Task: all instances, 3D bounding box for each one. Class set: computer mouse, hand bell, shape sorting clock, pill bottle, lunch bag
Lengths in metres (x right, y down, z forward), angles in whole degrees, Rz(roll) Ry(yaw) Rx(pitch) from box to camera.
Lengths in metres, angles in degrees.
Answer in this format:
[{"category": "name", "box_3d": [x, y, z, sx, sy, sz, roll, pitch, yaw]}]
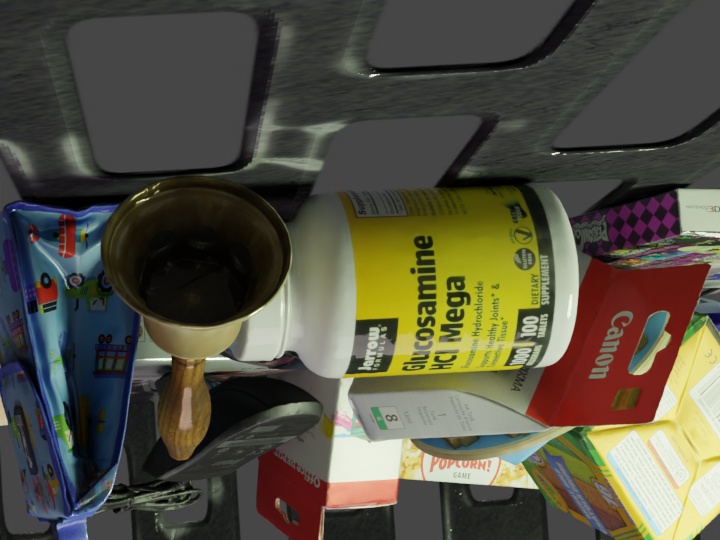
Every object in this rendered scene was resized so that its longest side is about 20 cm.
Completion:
[{"category": "computer mouse", "box_3d": [-0.125, 0.112, 1.427, 0.140, 0.046, 0.200, -2, 157, -39]}, {"category": "hand bell", "box_3d": [-0.098, 0.050, 1.250, 0.103, 0.105, 0.200, -3, 142, -9]}, {"category": "shape sorting clock", "box_3d": [0.115, 0.057, 1.443, 0.199, 0.039, 0.200, -28, -155, 14]}, {"category": "pill bottle", "box_3d": [0.022, 0.007, 1.307, 0.199, 0.113, 0.112, -3, 174, -13]}, {"category": "lunch bag", "box_3d": [-0.177, 0.067, 1.317, 0.094, 0.201, 0.150, -2, 173, -19]}]

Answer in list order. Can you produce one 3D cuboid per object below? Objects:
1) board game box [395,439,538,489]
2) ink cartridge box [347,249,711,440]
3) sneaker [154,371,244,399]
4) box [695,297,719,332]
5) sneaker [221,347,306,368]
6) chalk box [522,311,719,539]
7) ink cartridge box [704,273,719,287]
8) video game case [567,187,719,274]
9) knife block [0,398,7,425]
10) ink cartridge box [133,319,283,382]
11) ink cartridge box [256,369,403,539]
[{"category": "board game box", "box_3d": [0.103, 0.130, 1.746, 0.199, 0.047, 0.151, 6, -168, -19]}, {"category": "ink cartridge box", "box_3d": [0.108, 0.036, 1.394, 0.199, 0.050, 0.161, -7, -145, 31]}, {"category": "sneaker", "box_3d": [-0.099, 0.097, 1.580, 0.082, 0.070, 0.200, -27, 173, -6]}, {"category": "box", "box_3d": [0.194, 0.070, 1.716, 0.199, 0.106, 0.184, 14, -168, 33]}, {"category": "sneaker", "box_3d": [-0.089, 0.028, 1.404, 0.082, 0.071, 0.200, -8, 160, 28]}, {"category": "chalk box", "box_3d": [0.170, 0.095, 1.504, 0.124, 0.125, 0.200, -41, -157, -14]}, {"category": "ink cartridge box", "box_3d": [0.281, -0.006, 1.720, 0.199, 0.037, 0.095, 2, 171, -30]}, {"category": "video game case", "box_3d": [0.233, -0.025, 1.508, 0.180, 0.036, 0.200, -1, 173, -28]}, {"category": "knife block", "box_3d": [-0.268, 0.019, 1.545, 0.064, 0.201, 0.176, -2, -141, -27]}, {"category": "ink cartridge box", "box_3d": [-0.143, 0.036, 1.599, 0.199, 0.084, 0.175, 1, 172, -35]}, {"category": "ink cartridge box", "box_3d": [-0.020, 0.106, 1.665, 0.067, 0.201, 0.116, 0, -166, -29]}]
